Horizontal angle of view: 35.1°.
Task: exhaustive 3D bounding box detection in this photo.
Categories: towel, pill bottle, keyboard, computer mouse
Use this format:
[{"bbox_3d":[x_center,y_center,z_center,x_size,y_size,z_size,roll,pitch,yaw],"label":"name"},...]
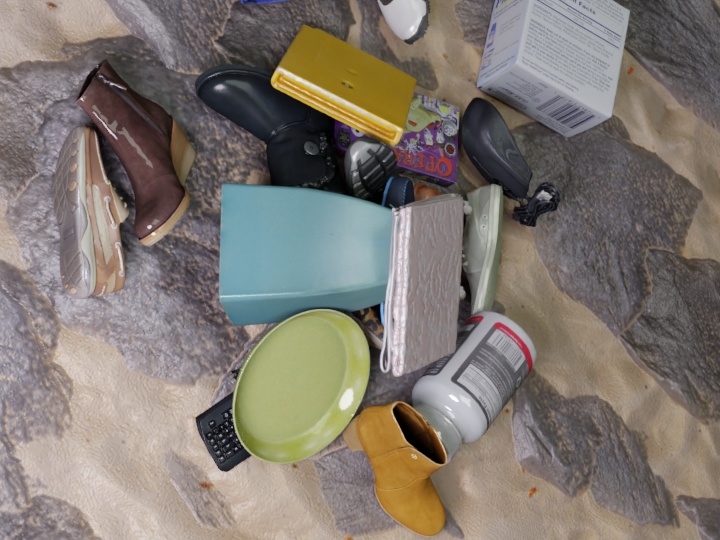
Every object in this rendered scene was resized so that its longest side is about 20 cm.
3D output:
[{"bbox_3d":[0.077,0.014,1.350,0.191,0.032,0.201,-15,110,-64],"label":"towel"},{"bbox_3d":[0.137,0.156,1.491,0.111,0.111,0.200,49,58,-10],"label":"pill bottle"},{"bbox_3d":[-0.112,0.151,1.387,0.200,0.040,0.104,-34,96,-34],"label":"keyboard"},{"bbox_3d":[0.197,-0.152,1.616,0.053,0.139,0.200,-29,84,-16],"label":"computer mouse"}]

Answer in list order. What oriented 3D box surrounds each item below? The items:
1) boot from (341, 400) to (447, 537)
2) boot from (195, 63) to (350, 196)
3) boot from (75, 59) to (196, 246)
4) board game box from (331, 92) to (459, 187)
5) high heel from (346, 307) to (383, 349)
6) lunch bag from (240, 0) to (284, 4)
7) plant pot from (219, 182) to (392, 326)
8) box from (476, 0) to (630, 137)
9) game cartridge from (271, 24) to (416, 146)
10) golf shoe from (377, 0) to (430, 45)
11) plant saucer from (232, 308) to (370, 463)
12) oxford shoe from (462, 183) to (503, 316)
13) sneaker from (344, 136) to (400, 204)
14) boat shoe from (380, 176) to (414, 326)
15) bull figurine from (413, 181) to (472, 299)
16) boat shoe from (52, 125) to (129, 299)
[{"bbox_3d":[0.068,0.250,1.405,0.201,0.144,0.071,51,59,-9],"label":"boot"},{"bbox_3d":[-0.107,-0.161,1.427,0.200,0.076,0.169,14,50,-33],"label":"boot"},{"bbox_3d":[-0.271,-0.136,1.317,0.166,0.072,0.200,45,30,-29],"label":"boot"},{"bbox_3d":[0.048,-0.198,1.584,0.199,0.032,0.121,13,75,-28],"label":"board game box"},{"bbox_3d":[0.000,0.000,1.472,0.200,0.071,0.143,42,66,-5],"label":"high heel"},{"bbox_3d":[-0.109,-0.443,1.534,0.199,0.094,0.151,-16,87,-21],"label":"lunch bag"},{"bbox_3d":[-0.059,-0.016,1.355,0.199,0.141,0.142,0,75,0],"label":"plant pot"},{"bbox_3d":[0.293,-0.337,1.720,0.183,0.105,0.201,25,66,-23],"label":"box"},{"bbox_3d":[-0.017,-0.245,1.478,0.176,0.033,0.200,26,27,-6],"label":"game cartridge"},{"bbox_3d":[0.030,-0.408,1.594,0.094,0.078,0.201,-4,68,-47],"label":"golf shoe"},{"bbox_3d":[-0.075,0.135,1.364,0.199,0.031,0.201,-17,119,-34],"label":"plant saucer"},{"bbox_3d":[0.165,-0.023,1.592,0.057,0.075,0.201,3,81,13],"label":"oxford shoe"},{"bbox_3d":[0.006,-0.131,1.462,0.075,0.200,0.079,-40,72,-1],"label":"sneaker"},{"bbox_3d":[0.067,-0.019,1.441,0.084,0.068,0.201,-21,110,-64],"label":"boat shoe"},{"bbox_3d":[0.089,-0.015,1.519,0.121,0.065,0.201,6,94,-50],"label":"bull figurine"},{"bbox_3d":[-0.308,-0.066,1.314,0.072,0.076,0.201,1,82,-38],"label":"boat shoe"}]
